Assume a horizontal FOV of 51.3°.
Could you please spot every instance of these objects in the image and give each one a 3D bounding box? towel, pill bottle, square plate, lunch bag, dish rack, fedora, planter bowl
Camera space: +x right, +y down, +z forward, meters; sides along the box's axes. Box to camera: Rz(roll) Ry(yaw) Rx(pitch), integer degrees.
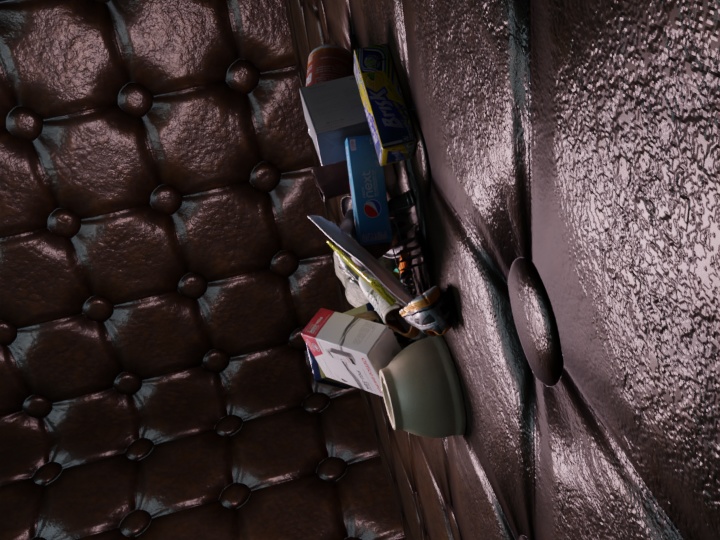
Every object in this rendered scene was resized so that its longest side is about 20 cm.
[{"bbox_3d":[0.000,0.000,1.524,0.086,0.018,0.200,49,176,-39],"label":"towel"},{"bbox_3d":[-0.071,-0.399,1.702,0.113,0.110,0.203,91,-178,-67],"label":"pill bottle"},{"bbox_3d":[0.007,-0.021,1.436,0.200,0.029,0.198,41,179,41],"label":"square plate"},{"bbox_3d":[0.025,0.018,1.870,0.169,0.138,0.201,59,169,18],"label":"lunch bag"},{"bbox_3d":[0.090,-0.045,1.473,0.153,0.054,0.203,135,120,-85],"label":"dish rack"},{"bbox_3d":[0.005,-0.069,1.642,0.199,0.092,0.201,36,162,13],"label":"fedora"},{"bbox_3d":[0.113,0.237,1.468,0.200,0.132,0.204,167,90,-85],"label":"planter bowl"}]

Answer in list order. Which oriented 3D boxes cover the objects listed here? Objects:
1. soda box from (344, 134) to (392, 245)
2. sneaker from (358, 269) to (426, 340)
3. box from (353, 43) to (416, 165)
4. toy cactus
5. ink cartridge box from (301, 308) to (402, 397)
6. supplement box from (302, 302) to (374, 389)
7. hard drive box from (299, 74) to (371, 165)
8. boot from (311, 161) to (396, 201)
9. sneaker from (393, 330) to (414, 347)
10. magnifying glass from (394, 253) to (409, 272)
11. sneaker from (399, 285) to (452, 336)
[{"bbox_3d":[0.014,-0.152,1.428,0.068,0.063,0.204,-151,54,-83],"label":"soda box"},{"bbox_3d":[0.058,0.061,1.534,0.200,0.073,0.084,43,-164,28],"label":"sneaker"},{"bbox_3d":[0.041,-0.295,1.331,0.070,0.063,0.203,94,161,-72],"label":"box"},{"bbox_3d":[0.058,0.102,1.625,0.102,0.162,0.204,-38,-58,-74],"label":"toy cactus"},{"bbox_3d":[-0.010,0.174,1.589,0.198,0.083,0.148,12,140,42],"label":"ink cartridge box"},{"bbox_3d":[-0.003,0.190,1.854,0.200,0.197,0.136,32,-141,-63],"label":"supplement box"},{"bbox_3d":[-0.030,-0.313,1.531,0.201,0.153,0.078,-109,7,-48],"label":"hard drive box"},{"bbox_3d":[-0.025,-0.236,1.581,0.073,0.163,0.202,84,171,-50],"label":"boot"},{"bbox_3d":[0.099,0.162,1.735,0.116,0.074,0.203,-113,10,-73],"label":"sneaker"},{"bbox_3d":[0.095,0.011,1.684,0.201,0.022,0.081,92,164,-65],"label":"magnifying glass"},{"bbox_3d":[0.122,0.083,1.356,0.078,0.078,0.200,56,179,5],"label":"sneaker"}]
